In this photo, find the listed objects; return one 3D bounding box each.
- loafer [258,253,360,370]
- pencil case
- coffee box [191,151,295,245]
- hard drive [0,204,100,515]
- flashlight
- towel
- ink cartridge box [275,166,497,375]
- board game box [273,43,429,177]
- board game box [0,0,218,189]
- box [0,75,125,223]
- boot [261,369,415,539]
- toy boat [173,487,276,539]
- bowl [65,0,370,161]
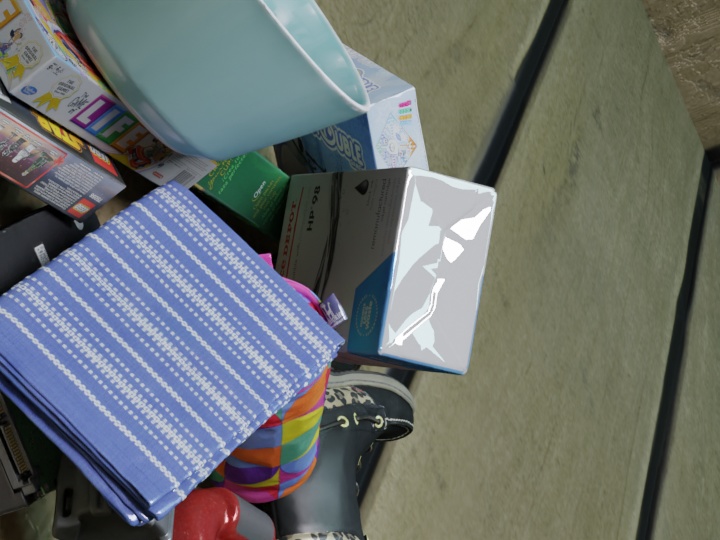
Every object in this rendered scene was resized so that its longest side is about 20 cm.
[{"bbox_3d":[-0.039,0.038,1.587,0.200,0.072,0.073,28,45,-62],"label":"loafer"},{"bbox_3d":[-0.059,0.072,1.370,0.200,0.088,0.089,101,-19,-62],"label":"pencil case"},{"bbox_3d":[-0.095,-0.070,1.495,0.123,0.044,0.200,35,0,30],"label":"coffee box"},{"bbox_3d":[-0.180,0.042,1.260,0.141,0.038,0.200,68,19,-7],"label":"hard drive"},{"bbox_3d":[-0.122,0.069,1.236,0.068,0.067,0.201,47,29,-39],"label":"flashlight"},{"bbox_3d":[-0.109,0.041,1.214,0.145,0.024,0.200,44,40,5],"label":"towel"},{"bbox_3d":[0.000,0.000,1.417,0.066,0.200,0.117,12,85,-28],"label":"ink cartridge box"},{"bbox_3d":[-0.006,-0.061,1.594,0.200,0.043,0.200,38,-36,57],"label":"board game box"},{"bbox_3d":[-0.168,-0.130,1.305,0.135,0.034,0.200,58,11,24],"label":"board game box"},{"bbox_3d":[-0.220,-0.117,1.244,0.137,0.040,0.200,60,13,28],"label":"box"},{"bbox_3d":[-0.017,0.147,1.545,0.203,0.073,0.155,18,57,-58],"label":"boot"},{"bbox_3d":[-0.050,0.217,1.299,0.130,0.130,0.201,41,35,-53],"label":"toy boat"},{"bbox_3d":[-0.094,-0.143,1.286,0.201,0.105,0.201,52,11,-14],"label":"bowl"}]
